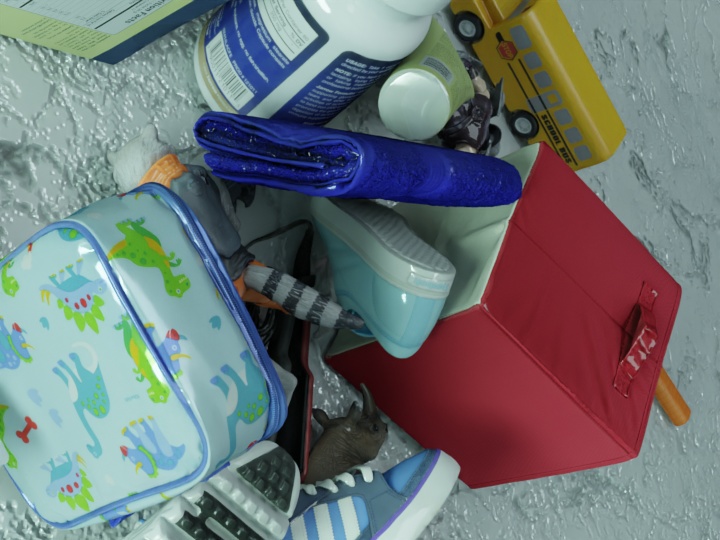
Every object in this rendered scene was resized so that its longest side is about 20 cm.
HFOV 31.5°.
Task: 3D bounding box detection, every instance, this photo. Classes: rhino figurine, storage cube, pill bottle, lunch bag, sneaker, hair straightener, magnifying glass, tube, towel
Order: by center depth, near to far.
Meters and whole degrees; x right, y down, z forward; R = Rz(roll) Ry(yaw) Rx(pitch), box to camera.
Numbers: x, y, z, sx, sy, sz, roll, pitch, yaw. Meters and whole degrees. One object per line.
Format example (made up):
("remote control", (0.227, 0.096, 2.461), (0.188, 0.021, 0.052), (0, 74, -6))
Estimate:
("lunch bag", (-0.140, 0.055, 0.705), (0.082, 0.200, 0.161), (-30, 92, -45))
("sneaker", (-0.119, 0.171, 0.738), (0.200, 0.081, 0.075), (-45, 119, -13))
("sneaker", (-0.048, 0.146, 0.822), (0.200, 0.081, 0.147), (-42, 86, -16))
("towel", (0.002, -0.067, 0.866), (0.199, 0.147, 0.050), (1, 102, -52))
("pill bottle", (-0.022, -0.178, 0.889), (0.115, 0.200, 0.116), (19, 57, -31))
("hair straightener", (-0.062, 0.049, 0.908), (0.077, 0.041, 0.201), (29, 58, -38))
("rhino figurine", (-0.014, 0.170, 0.912), (0.087, 0.060, 0.201), (36, 53, -36))
("sneaker", (0.000, 0.000, 0.917), (0.073, 0.200, 0.082), (16, 105, -21))
("tube", (0.056, -0.143, 0.961), (0.200, 0.052, 0.058), (-60, 163, -67))
("storage cube", (0.114, 0.039, 0.987), (0.180, 0.199, 0.172), (42, 52, -22))
("magnifying glass", (0.274, 0.076, 1.273), (0.200, 0.022, 0.080), (52, 47, -20))

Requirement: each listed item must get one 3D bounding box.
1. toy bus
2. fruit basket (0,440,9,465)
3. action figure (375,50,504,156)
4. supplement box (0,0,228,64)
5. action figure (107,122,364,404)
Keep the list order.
("toy bus", (0.165, -0.189, 1.191), (0.201, 0.078, 0.065), (57, 45, -18))
("fruit basket", (-0.286, 0.034, 0.620), (0.185, 0.094, 0.201), (-20, 74, -47))
("action figure", (0.058, -0.149, 1.079), (0.200, 0.069, 0.131), (39, 46, -37))
("supplement box", (-0.197, -0.260, 0.787), (0.199, 0.134, 0.201), (10, 71, -44))
("action figure", (-0.085, -0.022, 0.852), (0.194, 0.104, 0.200), (46, 44, -11))
